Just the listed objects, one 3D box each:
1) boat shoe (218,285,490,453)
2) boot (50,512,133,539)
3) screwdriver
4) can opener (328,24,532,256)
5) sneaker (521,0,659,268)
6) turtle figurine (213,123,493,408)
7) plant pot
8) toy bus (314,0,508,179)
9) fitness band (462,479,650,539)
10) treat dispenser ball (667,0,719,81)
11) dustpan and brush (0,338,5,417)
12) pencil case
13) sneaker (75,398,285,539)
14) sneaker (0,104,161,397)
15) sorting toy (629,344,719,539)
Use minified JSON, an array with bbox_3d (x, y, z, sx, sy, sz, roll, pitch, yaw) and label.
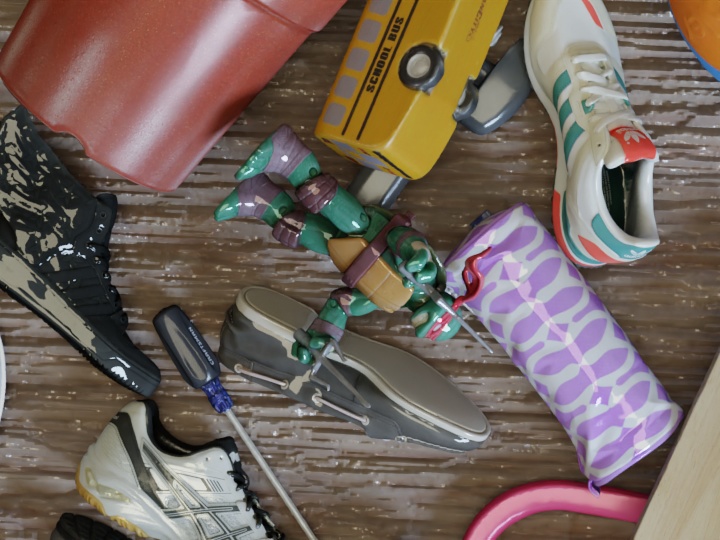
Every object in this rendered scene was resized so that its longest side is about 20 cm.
[{"bbox_3d":[-0.006,0.079,1.375,0.199,0.067,0.057,29,116,7],"label":"boat shoe"},{"bbox_3d":[-0.166,0.274,1.386,0.200,0.070,0.132,41,99,6],"label":"boot"},{"bbox_3d":[-0.084,0.111,1.390,0.028,0.029,0.201,-33,86,4],"label":"screwdriver"},{"bbox_3d":[0.044,-0.085,1.367,0.066,0.053,0.200,40,94,1],"label":"can opener"},{"bbox_3d":[0.165,-0.101,1.330,0.070,0.093,0.201,-9,94,-24],"label":"sneaker"},{"bbox_3d":[0.000,0.000,1.303,0.200,0.101,0.150,42,130,4],"label":"turtle figurine"},{"bbox_3d":[-0.127,-0.172,1.314,0.200,0.201,0.196,38,101,1],"label":"plant pot"},{"bbox_3d":[0.047,-0.164,1.319,0.078,0.065,0.201,18,83,32],"label":"toy bus"},{"bbox_3d":[0.163,0.221,1.378,0.198,0.037,0.145,10,92,2],"label":"fitness band"},{"bbox_3d":[0.293,-0.201,1.275,0.199,0.201,0.203,0,92,3],"label":"treat dispenser ball"},{"bbox_3d":[-0.293,0.037,1.396,0.139,0.057,0.201,26,100,1],"label":"dustpan and brush"},{"bbox_3d":[0.130,0.048,1.343,0.085,0.084,0.200,-38,86,10],"label":"pencil case"},{"bbox_3d":[-0.096,0.162,1.371,0.199,0.076,0.088,32,93,1],"label":"sneaker"},{"bbox_3d":[-0.193,-0.011,1.376,0.200,0.060,0.104,40,78,-11],"label":"sneaker"},{"bbox_3d":[0.303,0.142,1.335,0.198,0.070,0.201,27,79,2],"label":"sorting toy"}]
